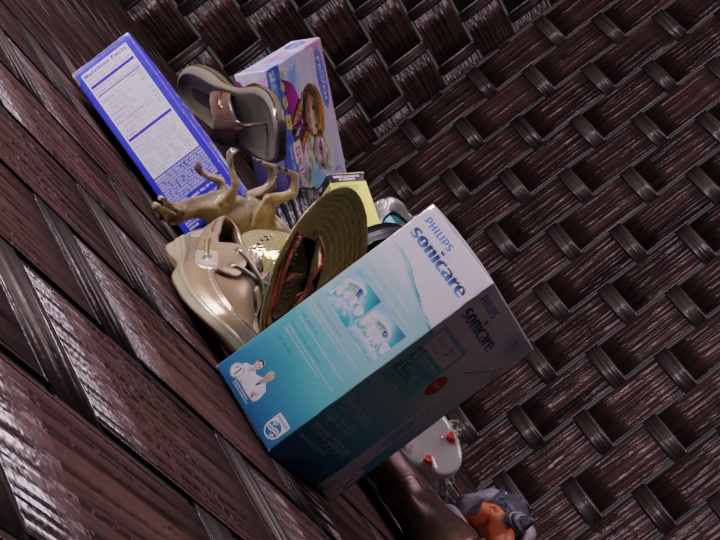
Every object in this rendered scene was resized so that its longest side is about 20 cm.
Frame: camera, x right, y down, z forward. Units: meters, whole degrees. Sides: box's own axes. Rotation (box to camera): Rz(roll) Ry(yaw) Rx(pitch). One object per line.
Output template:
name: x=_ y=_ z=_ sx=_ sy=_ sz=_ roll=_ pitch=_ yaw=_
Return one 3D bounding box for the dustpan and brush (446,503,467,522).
dustpan and brush: x=0.080 y=0.274 z=1.533 sx=0.201 sy=0.057 sz=0.140 roll=61 pitch=-8 yaw=21

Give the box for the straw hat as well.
straw hat: x=-0.075 y=0.005 z=1.290 sx=0.085 sy=0.202 sz=0.201 roll=17 pitch=-14 yaw=21

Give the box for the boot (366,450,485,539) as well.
boot: x=0.030 y=0.190 z=1.362 sx=0.201 sy=0.064 sz=0.186 roll=57 pitch=-12 yaw=3

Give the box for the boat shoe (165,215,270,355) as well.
boat shoe: x=-0.109 y=0.005 z=1.163 sx=0.071 sy=0.064 sz=0.200 roll=53 pitch=1 yaw=-29

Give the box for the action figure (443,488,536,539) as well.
action figure: x=0.177 y=0.314 z=1.661 sx=0.200 sy=0.105 sz=0.193 roll=47 pitch=8 yaw=5

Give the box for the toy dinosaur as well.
toy dinosaur: x=-0.097 y=-0.052 z=1.360 sx=0.199 sy=0.102 sz=0.058 roll=21 pitch=2 yaw=-18

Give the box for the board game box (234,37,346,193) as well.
board game box: x=-0.072 y=-0.147 z=1.648 sx=0.200 sy=0.041 sz=0.202 roll=-52 pitch=134 yaw=-65

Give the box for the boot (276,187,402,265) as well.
boot: x=-0.028 y=-0.025 z=1.463 sx=0.079 sy=0.211 sz=0.159 roll=28 pitch=40 yaw=-35

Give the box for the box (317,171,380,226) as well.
box: x=0.000 y=0.000 z=1.540 sx=0.075 sy=0.050 sz=0.201 roll=-51 pitch=-129 yaw=53

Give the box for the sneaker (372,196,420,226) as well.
sneaker: x=0.049 y=-0.018 z=1.662 sx=0.200 sy=0.077 sz=0.080 roll=24 pitch=39 yaw=-63

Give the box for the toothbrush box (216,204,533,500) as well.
toothbrush box: x=0.015 y=0.065 z=1.080 sx=0.085 sy=0.199 sz=0.147 roll=53 pitch=0 yaw=28

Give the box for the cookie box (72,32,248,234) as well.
cookie box: x=-0.190 y=-0.122 z=1.468 sx=0.201 sy=0.075 sz=0.171 roll=54 pitch=-1 yaw=7

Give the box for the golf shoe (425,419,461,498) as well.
golf shoe: x=0.058 y=0.205 z=1.584 sx=0.096 sy=0.079 sz=0.200 roll=12 pitch=-19 yaw=2

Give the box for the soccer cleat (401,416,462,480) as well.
soccer cleat: x=0.023 y=0.147 z=1.487 sx=0.200 sy=0.069 sz=0.078 roll=38 pitch=-30 yaw=19

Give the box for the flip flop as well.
flip flop: x=-0.141 y=-0.163 z=1.519 sx=0.200 sy=0.057 sz=0.082 roll=32 pitch=-48 yaw=42
